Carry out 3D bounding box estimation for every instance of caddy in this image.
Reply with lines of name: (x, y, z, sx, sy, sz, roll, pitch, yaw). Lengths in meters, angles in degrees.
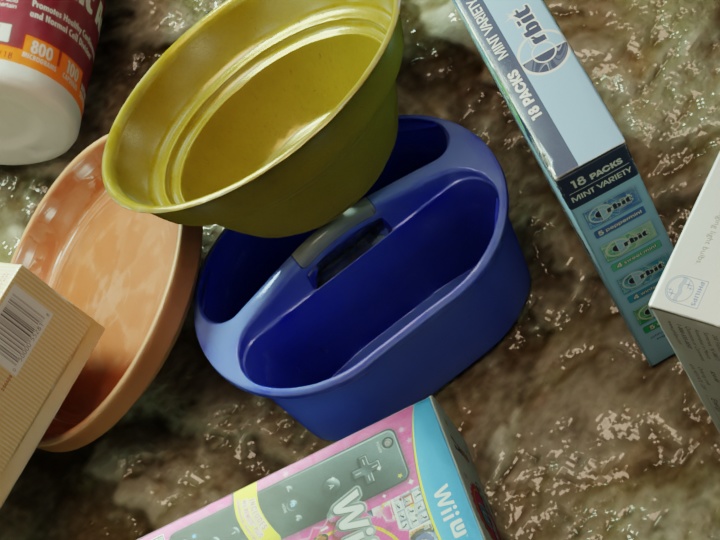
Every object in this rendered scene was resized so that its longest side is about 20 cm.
caddy: (0.000, 0.000, 1.414, 0.200, 0.105, 0.141, -38, 54, -2)

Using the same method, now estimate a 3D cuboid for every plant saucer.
plant saucer: (-0.155, 0.013, 1.476, 0.200, 0.032, 0.201, -32, 47, 42)

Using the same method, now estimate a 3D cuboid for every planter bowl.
planter bowl: (-0.041, -0.079, 1.382, 0.200, 0.084, 0.201, -27, 33, 19)

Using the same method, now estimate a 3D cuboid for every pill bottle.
pill bottle: (-0.223, -0.181, 1.617, 0.114, 0.114, 0.201, -4, 60, 21)

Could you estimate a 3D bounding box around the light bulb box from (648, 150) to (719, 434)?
light bulb box: (0.275, 0.037, 1.217, 0.199, 0.198, 0.125, 17, 70, 29)

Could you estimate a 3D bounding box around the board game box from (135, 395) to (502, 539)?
board game box: (-0.018, 0.179, 1.342, 0.199, 0.064, 0.148, -26, 55, 7)

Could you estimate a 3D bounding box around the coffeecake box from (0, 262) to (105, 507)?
coffeecake box: (-0.263, 0.073, 1.462, 0.200, 0.073, 0.154, 4, 60, 53)

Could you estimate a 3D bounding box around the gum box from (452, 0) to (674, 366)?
gum box: (0.118, -0.066, 1.346, 0.044, 0.200, 0.170, -29, 53, 5)

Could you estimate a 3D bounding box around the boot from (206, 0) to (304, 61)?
boot: (0.009, -0.178, 1.516, 0.073, 0.198, 0.163, 50, 118, 29)
